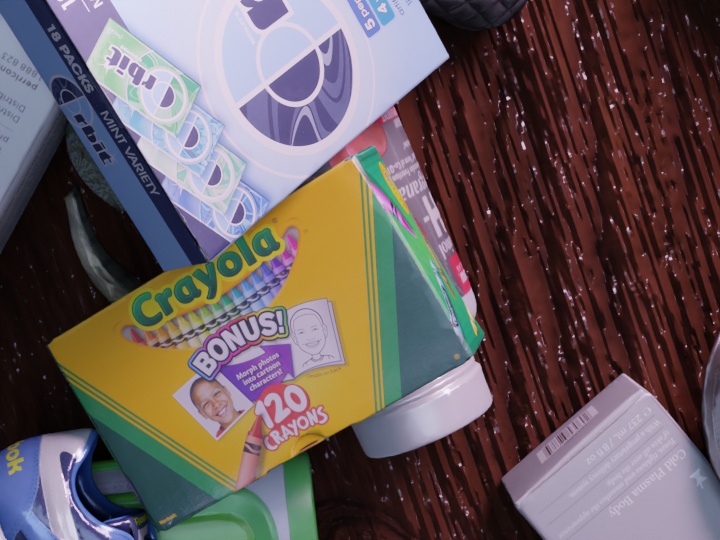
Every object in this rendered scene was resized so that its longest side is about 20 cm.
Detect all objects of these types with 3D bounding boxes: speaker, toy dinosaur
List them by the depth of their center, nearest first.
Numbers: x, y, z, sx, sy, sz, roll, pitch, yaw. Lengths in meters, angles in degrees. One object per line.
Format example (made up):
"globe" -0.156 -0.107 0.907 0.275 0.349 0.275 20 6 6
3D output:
"speaker" -0.125 0.154 0.934 0.198 0.088 0.089 -6 95 -2
"toy dinosaur" -0.123 0.050 0.943 0.200 0.047 0.088 41 71 -2

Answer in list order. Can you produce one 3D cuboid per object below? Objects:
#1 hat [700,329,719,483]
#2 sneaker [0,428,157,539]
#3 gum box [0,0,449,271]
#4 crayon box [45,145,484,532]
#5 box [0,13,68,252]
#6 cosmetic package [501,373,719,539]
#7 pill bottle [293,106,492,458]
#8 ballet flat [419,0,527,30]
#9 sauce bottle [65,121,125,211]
"hat" 0.278 0.078 0.943 0.199 0.081 0.202 1 85 -13
"sneaker" -0.138 0.177 0.857 0.082 0.074 0.201 -28 92 -4
"gum box" -0.065 -0.126 0.788 0.200 0.044 0.171 -44 111 -35
"crayon box" -0.050 0.036 0.841 0.199 0.058 0.119 -31 93 15
"box" -0.261 -0.088 0.826 0.198 0.131 0.201 30 103 -8
"cosmetic package" 0.187 0.172 0.950 0.107 0.090 0.200 -42 92 2
"pill bottle" 0.000 0.000 0.913 0.110 0.111 0.201 -24 96 0
"ballet flat" 0.008 -0.183 0.895 0.199 0.057 0.067 9 57 -26
"sauce bottle" -0.078 -0.112 0.881 0.065 0.065 0.200 47 53 -6
